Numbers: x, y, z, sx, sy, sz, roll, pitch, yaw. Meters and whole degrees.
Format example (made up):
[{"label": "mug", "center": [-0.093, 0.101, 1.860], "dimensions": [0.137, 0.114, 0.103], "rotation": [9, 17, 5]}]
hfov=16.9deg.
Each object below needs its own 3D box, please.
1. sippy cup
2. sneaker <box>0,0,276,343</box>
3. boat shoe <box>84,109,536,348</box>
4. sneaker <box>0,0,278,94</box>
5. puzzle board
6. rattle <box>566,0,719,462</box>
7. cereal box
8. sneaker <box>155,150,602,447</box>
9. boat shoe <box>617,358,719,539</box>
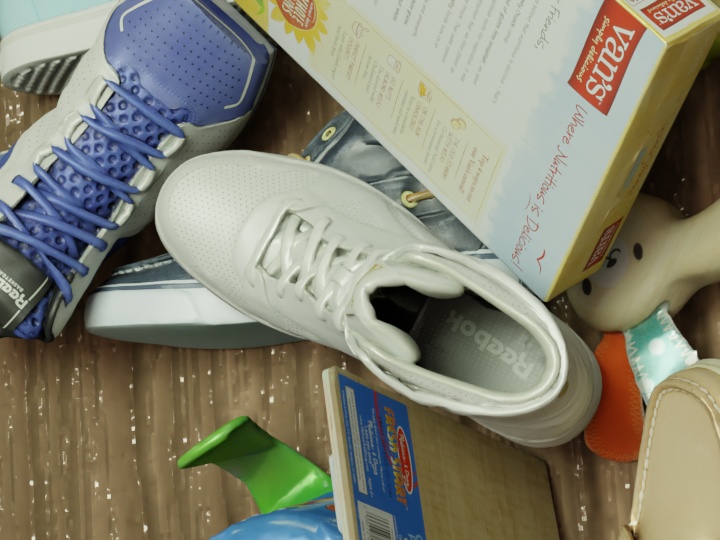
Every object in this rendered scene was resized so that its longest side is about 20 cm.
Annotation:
[{"label": "sippy cup", "center": [-0.011, 0.149, 0.972], "dimensions": [0.177, 0.130, 0.140], "rotation": [21, 90, 22]}, {"label": "sneaker", "center": [-0.119, -0.029, 1.028], "dimensions": [0.080, 0.115, 0.199], "rotation": [39, 119, -14]}, {"label": "boat shoe", "center": [-0.023, -0.020, 1.042], "dimensions": [0.199, 0.071, 0.091], "rotation": [-6, 78, 12]}, {"label": "sneaker", "center": [-0.077, -0.140, 1.077], "dimensions": [0.199, 0.074, 0.082], "rotation": [-11, 78, 16]}, {"label": "puzzle board", "center": [0.040, 0.148, 0.921], "dimensions": [0.017, 0.151, 0.201], "rotation": [-25, 58, 29]}, {"label": "rattle", "center": [0.098, -0.029, 0.952], "dimensions": [0.130, 0.143, 0.201], "rotation": [25, 94, 32]}, {"label": "cereal box", "center": [0.036, -0.103, 0.928], "dimensions": [0.200, 0.039, 0.144], "rotation": [45, 141, 20]}, {"label": "sneaker", "center": [0.000, 0.000, 0.937], "dimensions": [0.199, 0.116, 0.074], "rotation": [26, 86, 13]}, {"label": "boat shoe", "center": [0.123, 0.136, 0.926], "dimensions": [0.074, 0.069, 0.201], "rotation": [5, 98, 58]}]
